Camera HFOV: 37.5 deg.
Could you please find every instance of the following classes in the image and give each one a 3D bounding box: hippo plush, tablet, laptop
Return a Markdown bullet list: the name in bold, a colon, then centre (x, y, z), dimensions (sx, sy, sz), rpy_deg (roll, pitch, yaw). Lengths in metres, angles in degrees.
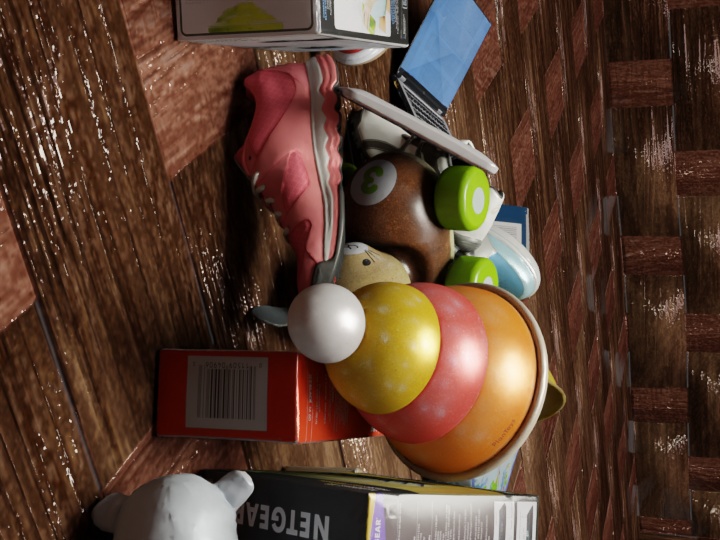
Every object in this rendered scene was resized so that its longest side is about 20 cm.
- **hippo plush**: centre (-0.124, 0.207, 0.623), dimensions (0.202, 0.157, 0.162), rpy_deg (88, -15, -49)
- **tablet**: centre (0.041, -0.119, 0.864), dimensions (0.014, 0.129, 0.200), rpy_deg (-62, -173, 7)
- **laptop**: centre (0.122, -0.205, 1.234), dimensions (0.203, 0.115, 0.187), rpy_deg (66, 17, 15)

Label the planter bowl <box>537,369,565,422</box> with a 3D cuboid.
- **planter bowl**: centre (0.117, 0.102, 1.132), dimensions (0.201, 0.197, 0.085), rpy_deg (51, 35, -58)

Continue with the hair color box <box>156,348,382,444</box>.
- **hair color box**: centre (-0.054, 0.094, 0.791), dimensions (0.199, 0.109, 0.065), rpy_deg (14, 76, -68)

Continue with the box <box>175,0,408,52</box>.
- **box**: centre (-0.046, -0.204, 0.812), dimensions (0.200, 0.115, 0.061), rpy_deg (-24, 114, -69)

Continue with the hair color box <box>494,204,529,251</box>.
- **hair color box**: centre (0.159, 0.011, 1.309), dimensions (0.201, 0.059, 0.102), rpy_deg (100, -5, -63)

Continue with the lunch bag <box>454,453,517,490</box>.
- **lunch bag**: centre (0.154, 0.211, 1.342), dimensions (0.202, 0.081, 0.162), rpy_deg (-66, 151, -29)

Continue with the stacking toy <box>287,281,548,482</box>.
- **stacking toy**: centre (0.025, 0.052, 0.713), dimensions (0.199, 0.144, 0.149), rpy_deg (30, 61, -47)

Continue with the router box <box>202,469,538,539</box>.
- **router box**: centre (0.001, 0.174, 0.748), dimensions (0.155, 0.198, 0.053), rpy_deg (10, 80, -39)

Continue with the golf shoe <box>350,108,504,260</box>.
- **golf shoe**: centre (0.068, -0.103, 1.023), dimensions (0.077, 0.095, 0.201), rpy_deg (5, 42, -53)

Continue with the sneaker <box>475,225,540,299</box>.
- **sneaker**: centre (0.077, 0.000, 1.065), dimensions (0.131, 0.198, 0.080), rpy_deg (-56, 171, -43)

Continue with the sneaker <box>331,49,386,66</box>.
- **sneaker**: centre (-0.004, -0.290, 0.980), dimensions (0.113, 0.070, 0.202), rpy_deg (71, 20, -48)

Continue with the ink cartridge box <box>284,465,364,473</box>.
- **ink cartridge box**: centre (-0.020, 0.288, 0.927), dimensions (0.165, 0.074, 0.203), rpy_deg (50, 45, -57)

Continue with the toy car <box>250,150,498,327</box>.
- **toy car**: centre (0.000, 0.000, 0.895), dimensions (0.199, 0.162, 0.161), rpy_deg (-36, 124, -50)

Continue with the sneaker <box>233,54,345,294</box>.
- **sneaker**: centre (-0.055, -0.067, 0.825), dimensions (0.074, 0.085, 0.204), rpy_deg (91, -3, -75)
